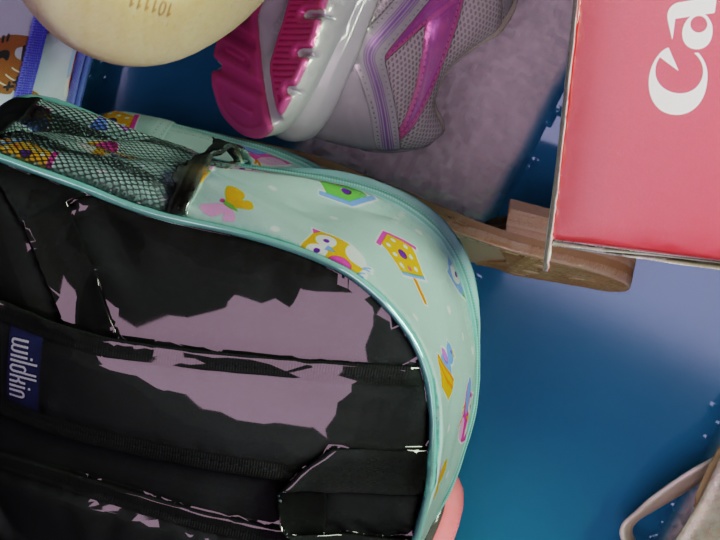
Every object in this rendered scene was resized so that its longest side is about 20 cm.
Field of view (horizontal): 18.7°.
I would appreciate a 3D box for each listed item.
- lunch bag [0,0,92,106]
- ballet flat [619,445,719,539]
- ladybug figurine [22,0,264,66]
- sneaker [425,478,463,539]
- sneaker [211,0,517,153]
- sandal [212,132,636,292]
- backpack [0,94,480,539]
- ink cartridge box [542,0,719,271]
[{"bbox_3d":[-0.176,-0.070,0.838,0.160,0.076,0.201,1,117,-40],"label":"lunch bag"},{"bbox_3d":[0.121,0.140,0.909,0.062,0.067,0.200,46,106,22],"label":"ballet flat"},{"bbox_3d":[-0.072,-0.174,0.776,0.135,0.072,0.201,12,99,-30],"label":"ladybug figurine"},{"bbox_3d":[0.029,0.168,0.925,0.086,0.074,0.201,10,115,-6],"label":"sneaker"},{"bbox_3d":[0.021,-0.133,0.826,0.088,0.081,0.201,21,98,-35],"label":"sneaker"},{"bbox_3d":[0.000,-0.001,0.856,0.211,0.078,0.070,12,82,0],"label":"sandal"},{"bbox_3d":[-0.055,0.037,0.775,0.199,0.153,0.176,16,111,17],"label":"backpack"},{"bbox_3d":[0.116,-0.109,0.763,0.084,0.176,0.201,7,108,6],"label":"ink cartridge box"}]
